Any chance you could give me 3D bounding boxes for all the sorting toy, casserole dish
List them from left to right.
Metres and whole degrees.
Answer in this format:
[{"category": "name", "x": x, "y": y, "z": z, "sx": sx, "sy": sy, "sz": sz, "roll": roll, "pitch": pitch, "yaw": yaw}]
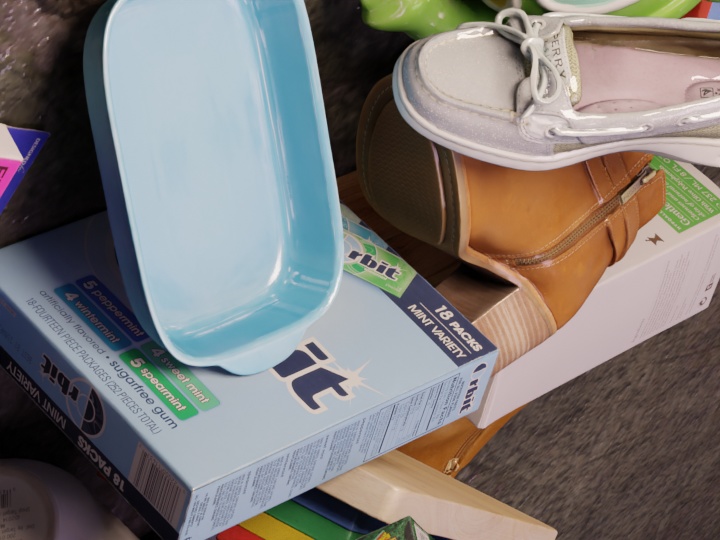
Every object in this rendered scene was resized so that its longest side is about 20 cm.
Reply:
[{"category": "casserole dish", "x": -0.070, "y": -0.052, "z": 1.261, "sx": 0.121, "sy": 0.039, "sz": 0.202, "roll": -22, "pitch": 110, "yaw": -39}, {"category": "sorting toy", "x": -0.029, "y": 0.115, "z": 1.431, "sx": 0.198, "sy": 0.199, "sz": 0.070, "roll": 23, "pitch": 92, "yaw": -61}]

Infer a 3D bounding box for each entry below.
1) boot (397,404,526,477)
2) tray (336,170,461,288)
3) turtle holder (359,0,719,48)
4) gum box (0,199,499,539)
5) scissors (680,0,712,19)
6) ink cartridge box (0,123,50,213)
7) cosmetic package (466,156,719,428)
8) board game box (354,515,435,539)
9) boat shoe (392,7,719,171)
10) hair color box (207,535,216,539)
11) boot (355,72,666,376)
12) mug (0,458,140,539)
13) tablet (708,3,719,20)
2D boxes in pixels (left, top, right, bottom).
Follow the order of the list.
[{"category": "boot", "x": 0.088, "y": 0.061, "z": 1.698, "sx": 0.200, "sy": 0.071, "sz": 0.144, "roll": -22, "pitch": 150, "yaw": -34}, {"category": "tray", "x": 0.000, "y": 0.000, "z": 1.445, "sx": 0.199, "sy": 0.099, "sz": 0.037, "roll": -22, "pitch": 145, "yaw": -40}, {"category": "turtle holder", "x": 0.093, "y": -0.181, "z": 1.333, "sx": 0.132, "sy": 0.184, "sz": 0.142, "roll": 43, "pitch": 47, "yaw": -49}, {"category": "gum box", "x": -0.061, "y": 0.031, "z": 1.322, "sx": 0.199, "sy": 0.170, "sz": 0.045, "roll": -21, "pitch": 143, "yaw": -39}, {"category": "scissors", "x": 0.173, "y": -0.139, "z": 1.386, "sx": 0.200, "sy": 0.073, "sz": 0.014, "roll": -50, "pitch": 131, "yaw": -30}, {"category": "ink cartridge box", "x": -0.211, "y": -0.024, "z": 1.187, "sx": 0.095, "sy": 0.037, "sz": 0.200, "roll": -56, "pitch": 153, "yaw": 17}, {"category": "cosmetic package", "x": 0.112, "y": -0.002, "z": 1.596, "sx": 0.199, "sy": 0.108, "sz": 0.085, "roll": -25, "pitch": 146, "yaw": -38}, {"category": "board game box", "x": -0.039, "y": 0.183, "z": 1.331, "sx": 0.199, "sy": 0.024, "sz": 0.105, "roll": -25, "pitch": 139, "yaw": 17}, {"category": "boat shoe", "x": 0.116, "y": -0.090, "z": 1.277, "sx": 0.200, "sy": 0.075, "sz": 0.065, "roll": 5, "pitch": 146, "yaw": -8}, {"category": "hair color box", "x": -0.116, "y": 0.232, "z": 1.570, "sx": 0.200, "sy": 0.102, "sz": 0.061, "roll": -37, "pitch": 173, "yaw": -18}, {"category": "boot", "x": 0.085, "y": -0.054, "z": 1.381, "sx": 0.155, "sy": 0.076, "sz": 0.201, "roll": -41, "pitch": 130, "yaw": -23}, {"category": "mug", "x": -0.178, "y": 0.185, "z": 1.394, "sx": 0.187, "sy": 0.149, "sz": 0.154, "roll": -46, "pitch": 145, "yaw": -17}, {"category": "tablet", "x": 0.133, "y": -0.107, "z": 1.468, "sx": 0.198, "sy": 0.014, "sz": 0.130, "roll": -14, "pitch": 157, "yaw": 11}]
